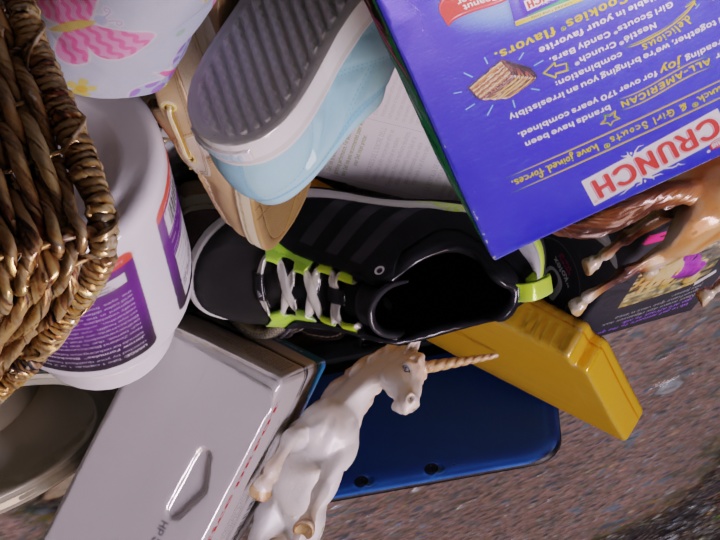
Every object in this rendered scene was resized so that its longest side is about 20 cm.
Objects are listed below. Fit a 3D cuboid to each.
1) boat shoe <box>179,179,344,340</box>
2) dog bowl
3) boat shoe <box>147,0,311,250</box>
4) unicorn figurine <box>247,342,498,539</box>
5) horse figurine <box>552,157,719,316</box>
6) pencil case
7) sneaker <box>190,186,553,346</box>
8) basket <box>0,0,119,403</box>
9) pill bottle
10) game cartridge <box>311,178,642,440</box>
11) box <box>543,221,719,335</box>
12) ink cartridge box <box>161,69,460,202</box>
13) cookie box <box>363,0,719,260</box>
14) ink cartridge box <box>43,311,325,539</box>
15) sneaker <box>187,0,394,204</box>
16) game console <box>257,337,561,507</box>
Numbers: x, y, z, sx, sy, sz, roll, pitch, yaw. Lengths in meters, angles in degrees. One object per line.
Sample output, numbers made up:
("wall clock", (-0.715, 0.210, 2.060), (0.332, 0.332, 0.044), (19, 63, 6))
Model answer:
("boat shoe", (-0.055, 0.008, 1.383), (0.072, 0.065, 0.200), (5, 161, 19))
("dog bowl", (-0.239, 0.080, 1.367), (0.200, 0.074, 0.200), (-22, 157, -10))
("boat shoe", (-0.068, -0.089, 1.149), (0.074, 0.069, 0.200), (-57, 155, -31))
("unicorn figurine", (-0.024, 0.119, 1.417), (0.200, 0.074, 0.137), (-46, -173, 39))
("horse figurine", (0.183, -0.027, 1.280), (0.200, 0.050, 0.132), (1, 146, -50))
("pencil case", (-0.085, -0.154, 0.965), (0.083, 0.091, 0.200), (-53, 178, -39))
("sneaker", (0.000, 0.000, 1.239), (0.199, 0.072, 0.083), (-5, -158, 13))
("basket", (-0.188, -0.039, 0.984), (0.149, 0.200, 0.143), (-21, 157, -10))
("pill bottle", (-0.143, -0.013, 1.210), (0.111, 0.112, 0.200), (-22, 157, -8))
("game cartridge", (0.067, 0.025, 1.426), (0.032, 0.200, 0.176), (-60, 159, -9))
("box", (0.168, -0.062, 1.412), (0.106, 0.122, 0.200), (-15, 156, -28))
("ink cartridge box", (0.010, -0.109, 1.223), (0.199, 0.076, 0.148), (14, 150, -5))
("cookie box", (0.091, -0.120, 1.014), (0.171, 0.075, 0.200), (-25, 137, 2))
("ink cartridge box", (-0.097, 0.104, 1.398), (0.146, 0.084, 0.200), (-63, 174, 3))
("sneaker", (-0.007, -0.116, 1.090), (0.200, 0.074, 0.082), (-52, 154, -17))
("game console", (0.036, 0.100, 1.572), (0.199, 0.119, 0.171), (-10, 163, 9))
